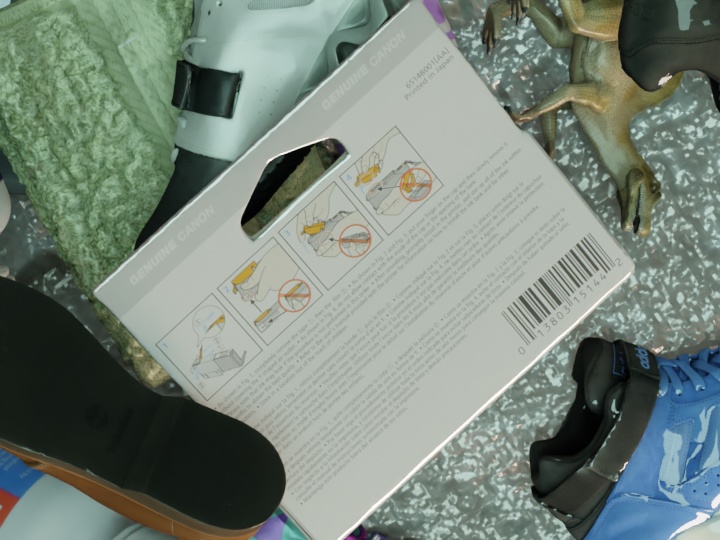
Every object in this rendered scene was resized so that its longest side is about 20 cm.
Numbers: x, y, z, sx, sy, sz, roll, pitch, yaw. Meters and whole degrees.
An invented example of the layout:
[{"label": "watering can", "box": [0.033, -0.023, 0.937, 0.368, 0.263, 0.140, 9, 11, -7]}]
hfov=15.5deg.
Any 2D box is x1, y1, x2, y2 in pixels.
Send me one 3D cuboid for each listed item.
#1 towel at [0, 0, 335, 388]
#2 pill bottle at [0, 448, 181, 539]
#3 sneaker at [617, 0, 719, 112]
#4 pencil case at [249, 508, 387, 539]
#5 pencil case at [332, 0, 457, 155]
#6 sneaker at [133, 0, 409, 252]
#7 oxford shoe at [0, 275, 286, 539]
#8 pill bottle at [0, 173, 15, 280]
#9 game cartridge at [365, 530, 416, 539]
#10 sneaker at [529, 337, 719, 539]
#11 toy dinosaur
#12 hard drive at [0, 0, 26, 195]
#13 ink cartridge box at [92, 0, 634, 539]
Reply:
[{"label": "towel", "box": [-0.090, -0.057, 1.257, 0.148, 0.036, 0.201, -29, 108, -12]}, {"label": "pill bottle", "box": [-0.172, 0.129, 1.254, 0.199, 0.112, 0.113, 21, 100, 26]}, {"label": "sneaker", "box": [0.212, -0.112, 1.269, 0.198, 0.076, 0.091, 10, 107, -14]}, {"label": "pencil case", "box": [-0.083, 0.174, 1.313, 0.200, 0.092, 0.085, -47, 60, 8]}, {"label": "pencil case", "box": [0.015, -0.109, 1.272, 0.085, 0.084, 0.201, -29, 103, -34]}, {"label": "sneaker", "box": [-0.054, -0.088, 1.213, 0.088, 0.074, 0.200, 38, 97, 4]}, {"label": "oxford shoe", "box": [-0.131, 0.069, 1.183, 0.199, 0.071, 0.072, 33, 62, 1]}, {"label": "pill bottle", "box": [-0.230, -0.052, 1.230, 0.110, 0.111, 0.201, -22, 99, 3]}, {"label": "game cartridge", "box": [0.086, 0.215, 1.348, 0.198, 0.038, 0.131, 11, 95, -2]}, {"label": "sneaker", "box": [0.167, 0.057, 1.299, 0.111, 0.077, 0.200, 39, 101, -12]}, {"label": "toy dinosaur", "box": [0.116, -0.120, 1.292, 0.100, 0.058, 0.202, 3, 97, -17]}, {"label": "hard drive", "box": [-0.158, -0.107, 1.294, 0.198, 0.033, 0.141, 4, 99, -1]}, {"label": "ink cartridge box", "box": [0.000, 0.000, 1.213, 0.200, 0.045, 0.176, -42, 112, -3]}]
